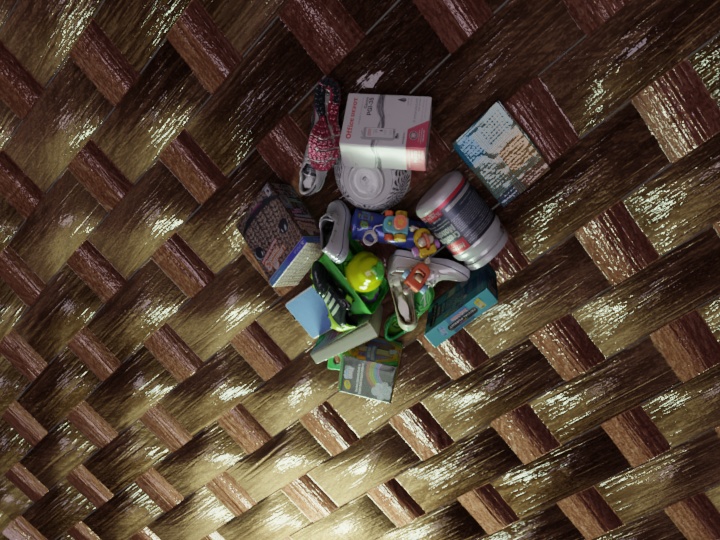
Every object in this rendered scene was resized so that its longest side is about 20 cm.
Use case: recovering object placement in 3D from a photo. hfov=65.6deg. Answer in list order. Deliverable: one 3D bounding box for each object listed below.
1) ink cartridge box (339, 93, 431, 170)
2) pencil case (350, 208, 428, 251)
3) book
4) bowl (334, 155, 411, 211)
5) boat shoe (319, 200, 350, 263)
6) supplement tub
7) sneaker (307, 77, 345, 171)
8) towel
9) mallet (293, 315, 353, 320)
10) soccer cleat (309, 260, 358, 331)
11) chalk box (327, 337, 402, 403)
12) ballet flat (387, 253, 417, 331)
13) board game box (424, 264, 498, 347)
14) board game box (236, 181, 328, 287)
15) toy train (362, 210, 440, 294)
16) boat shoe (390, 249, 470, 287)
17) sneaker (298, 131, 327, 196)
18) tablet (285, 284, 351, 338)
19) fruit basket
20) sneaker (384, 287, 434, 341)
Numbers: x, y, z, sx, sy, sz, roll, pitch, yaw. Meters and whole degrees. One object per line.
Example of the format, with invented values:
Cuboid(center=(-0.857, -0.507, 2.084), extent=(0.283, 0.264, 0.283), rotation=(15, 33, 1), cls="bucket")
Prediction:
Cuboid(center=(0.058, -0.312, 1.256), extent=(0.193, 0.151, 0.083), rotation=(5, 155, 9), cls="ink cartridge box")
Cuboid(center=(0.070, -0.097, 1.379), extent=(0.194, 0.087, 0.081), rotation=(12, 87, -4), cls="pencil case")
Cuboid(center=(-0.033, 0.165, 1.503), extent=(0.197, 0.134, 0.049), rotation=(-30, 105, 22), cls="book")
Cuboid(center=(0.020, -0.226, 1.341), extent=(0.194, 0.095, 0.207), rotation=(5, 115, 12), cls="bowl")
Cuboid(center=(-0.066, -0.111, 1.350), extent=(0.066, 0.203, 0.073), rotation=(32, 122, -33), cls="boat shoe")
Cuboid(center=(0.238, -0.116, 1.311), extent=(0.140, 0.141, 0.200), rotation=(-40, 100, 25), cls="supplement tub")
Cuboid(center=(-0.077, -0.332, 1.287), extent=(0.078, 0.075, 0.207), rotation=(7, 94, -8), cls="sneaker")
Cuboid(center=(0.324, -0.267, 1.293), extent=(0.146, 0.022, 0.200), rotation=(-39, 102, 26), cls="towel")
Cuboid(center=(-0.099, 0.121, 1.550), extent=(0.196, 0.041, 0.067), rotation=(-23, 90, 25), cls="mallet")
Cuboid(center=(-0.062, 0.061, 1.379), extent=(0.079, 0.068, 0.204), rotation=(-9, 119, 25), cls="soccer cleat")
Cuboid(center=(0.007, 0.260, 1.541), extent=(0.194, 0.124, 0.128), rotation=(13, 117, 8), cls="chalk box")
Cuboid(center=(0.104, 0.050, 1.409), extent=(0.068, 0.069, 0.206), rotation=(-17, 78, 20), cls="ballet flat")
Cuboid(center=(0.251, 0.084, 1.390), extent=(0.047, 0.152, 0.199), rotation=(44, 116, -10), cls="board game box")
Cuboid(center=(-0.196, -0.090, 1.402), extent=(0.160, 0.096, 0.202), rotation=(-47, 66, 26), cls="board game box")
Cuboid(center=(0.107, -0.051, 1.301), extent=(0.200, 0.056, 0.151), rotation=(43, 77, 2), cls="toy train")
Cuboid(center=(0.167, 0.007, 1.359), extent=(0.194, 0.071, 0.072), rotation=(15, 71, 11), cls="boat shoe")
Cuboid(center=(-0.104, -0.279, 1.353), extent=(0.074, 0.081, 0.205), rotation=(18, 109, 10), cls="sneaker")
Cuboid(center=(-0.116, 0.107, 1.499), extent=(0.131, 0.014, 0.199), rotation=(50, 138, -7), cls="tablet")
Cuboid(center=(0.000, 0.000, 1.408), extent=(0.210, 0.156, 0.221), rotation=(14, 127, 19), cls="fruit basket")
Cuboid(center=(0.129, 0.114, 1.469), extent=(0.073, 0.084, 0.202), rotation=(33, 116, -3), cls="sneaker")
